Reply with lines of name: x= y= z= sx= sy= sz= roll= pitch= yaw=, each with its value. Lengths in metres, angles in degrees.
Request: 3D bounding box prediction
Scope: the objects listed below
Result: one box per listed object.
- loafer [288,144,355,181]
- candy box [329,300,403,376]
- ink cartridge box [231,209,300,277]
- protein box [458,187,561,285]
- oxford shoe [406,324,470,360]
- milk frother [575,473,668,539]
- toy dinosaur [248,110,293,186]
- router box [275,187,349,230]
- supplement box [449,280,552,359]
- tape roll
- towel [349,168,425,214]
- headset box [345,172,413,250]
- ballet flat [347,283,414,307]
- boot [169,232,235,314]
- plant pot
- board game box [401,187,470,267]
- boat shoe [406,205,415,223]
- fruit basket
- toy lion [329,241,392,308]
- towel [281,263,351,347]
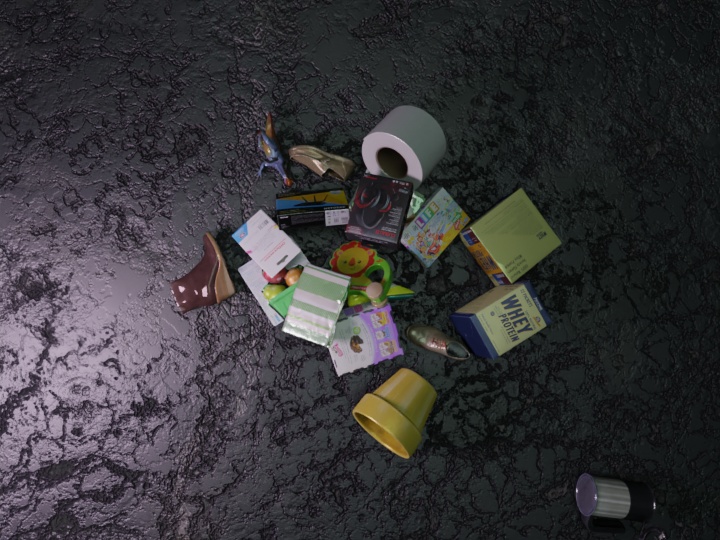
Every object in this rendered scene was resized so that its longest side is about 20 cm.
loafer: x=-0.116 y=-0.312 z=1.604 sx=0.199 sy=0.076 sz=0.068 roll=12 pitch=79 yaw=-5
candy box: x=0.004 y=0.186 z=1.562 sx=0.199 sy=0.072 sz=0.168 roll=-17 pitch=110 yaw=-5
ink cartridge box: x=-0.251 y=-0.064 z=1.534 sx=0.115 sy=0.068 sz=0.200 roll=-43 pitch=61 yaw=-6
protein box: x=0.435 y=-0.095 z=1.624 sx=0.198 sy=0.135 sz=0.200 roll=-37 pitch=91 yaw=-8
oxford shoe: x=0.232 y=0.208 z=1.613 sx=0.199 sy=0.075 sz=0.071 roll=20 pitch=85 yaw=-5
milk frother: x=0.751 y=0.704 z=1.583 sx=0.187 sy=0.200 sz=0.181 roll=9 pitch=90 yaw=-5
toy dinosaur: x=-0.242 y=-0.338 z=1.590 sx=0.181 sy=0.105 sz=0.200 roll=43 pitch=70 yaw=-23
router box: x=-0.138 y=-0.176 z=1.558 sx=0.199 sy=0.149 sz=0.051 roll=-6 pitch=122 yaw=-7
supplement box: x=0.394 y=0.138 z=1.573 sx=0.199 sy=0.200 sz=0.135 roll=-30 pitch=91 yaw=-8
tape roll: x=0.123 y=-0.342 z=1.552 sx=0.203 sy=0.203 sz=0.139 roll=42 pitch=61 yaw=-3
towel: x=0.078 y=-0.199 z=1.640 sx=0.199 sy=0.023 sz=0.153 roll=28 pitch=85 yaw=-5
headset box: x=0.052 y=-0.152 z=1.510 sx=0.148 sy=0.075 sz=0.201 roll=14 pitch=78 yaw=10
ballet flat: x=0.057 y=0.064 z=1.610 sx=0.199 sy=0.067 sz=0.067 roll=-12 pitch=79 yaw=-6
boot: x=-0.459 y=0.008 z=1.548 sx=0.166 sy=0.072 sz=0.201 roll=-19 pitch=93 yaw=-9
plant pot: x=0.111 y=0.386 z=1.540 sx=0.201 sy=0.201 sz=0.189 roll=43 pitch=69 yaw=-2
board game box: x=0.216 y=-0.127 z=1.631 sx=0.134 sy=0.034 sz=0.200 roll=44 pitch=80 yaw=-16
boat shoe: x=0.054 y=-0.150 z=1.585 sx=0.199 sy=0.071 sz=0.070 roll=-17 pitch=79 yaw=1
fruit basket: x=-0.223 y=0.028 z=1.580 sx=0.185 sy=0.094 sz=0.200 roll=-34 pitch=75 yaw=-8
toy lion: x=0.000 y=0.000 z=1.558 sx=0.199 sy=0.069 sz=0.192 roll=6 pitch=60 yaw=25
towel: x=-0.117 y=0.093 z=1.498 sx=0.152 sy=0.023 sz=0.201 roll=18 pitch=89 yaw=19
